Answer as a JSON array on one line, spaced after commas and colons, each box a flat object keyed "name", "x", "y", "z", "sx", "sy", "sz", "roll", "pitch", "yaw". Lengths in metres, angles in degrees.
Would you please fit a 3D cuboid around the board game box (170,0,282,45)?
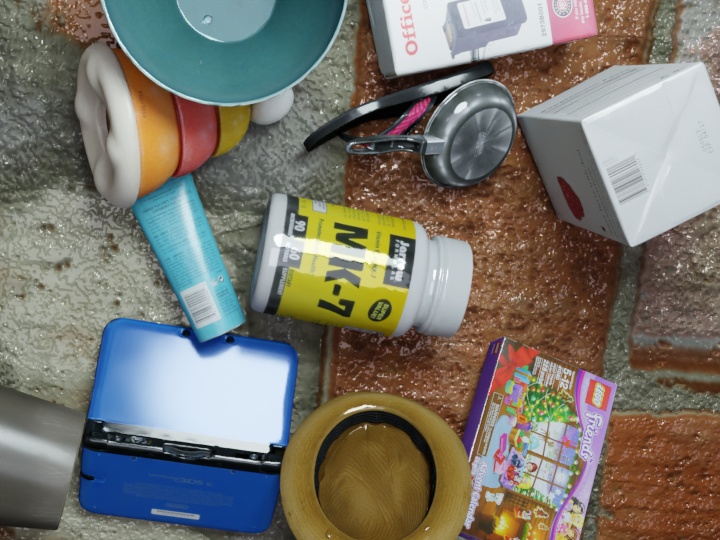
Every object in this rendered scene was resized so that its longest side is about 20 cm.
[{"name": "board game box", "x": -0.131, "y": -0.286, "z": 0.975, "sx": 0.197, "sy": 0.047, "sz": 0.153, "roll": -8, "pitch": 100, "yaw": -6}]

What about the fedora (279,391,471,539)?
[{"name": "fedora", "x": 0.014, "y": 0.217, "z": 1.023, "sx": 0.198, "sy": 0.202, "sz": 0.082, "roll": -5, "pitch": 142, "yaw": -6}]

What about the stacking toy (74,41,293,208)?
[{"name": "stacking toy", "x": -0.152, "y": -0.143, "z": 0.968, "sx": 0.198, "sy": 0.146, "sz": 0.148, "roll": -12, "pitch": 102, "yaw": -26}]

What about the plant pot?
[{"name": "plant pot", "x": -0.114, "y": -0.244, "z": 0.891, "sx": 0.197, "sy": 0.135, "sz": 0.203, "roll": -1, "pitch": 101, "yaw": -7}]

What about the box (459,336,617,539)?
[{"name": "box", "x": 0.171, "y": 0.185, "z": 1.058, "sx": 0.136, "sy": 0.039, "sz": 0.202, "roll": 22, "pitch": 72, "yaw": -11}]

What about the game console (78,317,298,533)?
[{"name": "game console", "x": -0.173, "y": 0.161, "z": 1.062, "sx": 0.197, "sy": 0.119, "sz": 0.172, "roll": 10, "pitch": 130, "yaw": -8}]

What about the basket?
[{"name": "basket", "x": -0.370, "y": 0.169, "z": 0.983, "sx": 0.198, "sy": 0.137, "sz": 0.181, "roll": 15, "pitch": 125, "yaw": -15}]

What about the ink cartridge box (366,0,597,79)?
[{"name": "ink cartridge box", "x": 0.107, "y": -0.272, "z": 0.987, "sx": 0.198, "sy": 0.084, "sz": 0.147, "roll": -13, "pitch": 100, "yaw": -5}]

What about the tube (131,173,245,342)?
[{"name": "tube", "x": -0.174, "y": -0.031, "z": 1.016, "sx": 0.077, "sy": 0.050, "sz": 0.202, "roll": -24, "pitch": 96, "yaw": -15}]

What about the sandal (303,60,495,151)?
[{"name": "sandal", "x": 0.042, "y": -0.147, "z": 1.005, "sx": 0.198, "sy": 0.075, "sz": 0.046, "roll": -21, "pitch": 93, "yaw": -6}]

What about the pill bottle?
[{"name": "pill bottle", "x": 0.000, "y": 0.000, "z": 1.007, "sx": 0.198, "sy": 0.114, "sz": 0.116, "roll": 11, "pitch": 98, "yaw": -9}]

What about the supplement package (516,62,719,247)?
[{"name": "supplement package", "x": 0.243, "y": -0.112, "z": 0.972, "sx": 0.119, "sy": 0.200, "sz": 0.122, "roll": -26, "pitch": 102, "yaw": -2}]

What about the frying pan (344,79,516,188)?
[{"name": "frying pan", "x": 0.083, "y": -0.135, "z": 0.989, "sx": 0.189, "sy": 0.031, "sz": 0.116, "roll": 13, "pitch": 112, "yaw": -44}]

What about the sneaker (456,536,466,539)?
[{"name": "sneaker", "x": 0.076, "y": 0.292, "z": 1.054, "sx": 0.198, "sy": 0.131, "sz": 0.080, "roll": -26, "pitch": 110, "yaw": -1}]
